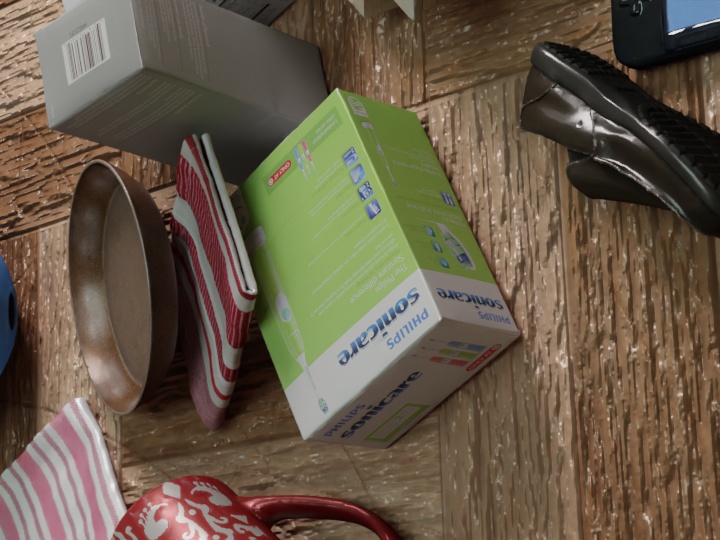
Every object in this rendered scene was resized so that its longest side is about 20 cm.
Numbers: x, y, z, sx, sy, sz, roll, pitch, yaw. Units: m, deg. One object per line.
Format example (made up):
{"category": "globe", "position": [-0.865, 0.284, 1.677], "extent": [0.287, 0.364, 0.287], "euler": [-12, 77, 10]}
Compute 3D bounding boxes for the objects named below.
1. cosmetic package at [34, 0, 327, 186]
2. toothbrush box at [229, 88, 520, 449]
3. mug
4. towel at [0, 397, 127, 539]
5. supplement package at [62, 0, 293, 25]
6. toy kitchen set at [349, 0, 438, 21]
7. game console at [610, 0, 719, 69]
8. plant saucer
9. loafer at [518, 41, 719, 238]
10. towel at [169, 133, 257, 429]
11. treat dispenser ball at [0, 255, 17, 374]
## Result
{"category": "cosmetic package", "position": [-0.124, -0.135, 1.311], "extent": [0.107, 0.200, 0.090], "euler": [-27, 66, 33]}
{"category": "toothbrush box", "position": [0.000, 0.000, 1.242], "extent": [0.146, 0.086, 0.200], "euler": [-43, 54, 30]}
{"category": "mug", "position": [-0.066, 0.234, 1.253], "extent": [0.200, 0.177, 0.134], "euler": [41, 145, 44]}
{"category": "towel", "position": [-0.266, 0.219, 1.479], "extent": [0.200, 0.030, 0.146], "euler": [-45, 55, 26]}
{"category": "supplement package", "position": [-0.136, -0.261, 1.409], "extent": [0.200, 0.111, 0.156], "euler": [-38, 58, 30]}
{"category": "toy kitchen set", "position": [0.074, -0.278, 1.247], "extent": [0.163, 0.180, 0.200], "euler": [54, 156, 39]}
{"category": "game console", "position": [0.207, -0.233, 1.081], "extent": [0.200, 0.118, 0.171], "euler": [-12, 72, 41]}
{"category": "plant saucer", "position": [-0.184, 0.013, 1.403], "extent": [0.200, 0.034, 0.201], "euler": [20, 112, 62]}
{"category": "loafer", "position": [0.170, -0.071, 1.121], "extent": [0.200, 0.073, 0.071], "euler": [47, 122, 44]}
{"category": "towel", "position": [-0.114, 0.011, 1.317], "extent": [0.200, 0.023, 0.144], "euler": [110, 145, -56]}
{"category": "treat dispenser ball", "position": [-0.392, 0.038, 1.516], "extent": [0.201, 0.201, 0.201], "euler": [-11, 74, 41]}
